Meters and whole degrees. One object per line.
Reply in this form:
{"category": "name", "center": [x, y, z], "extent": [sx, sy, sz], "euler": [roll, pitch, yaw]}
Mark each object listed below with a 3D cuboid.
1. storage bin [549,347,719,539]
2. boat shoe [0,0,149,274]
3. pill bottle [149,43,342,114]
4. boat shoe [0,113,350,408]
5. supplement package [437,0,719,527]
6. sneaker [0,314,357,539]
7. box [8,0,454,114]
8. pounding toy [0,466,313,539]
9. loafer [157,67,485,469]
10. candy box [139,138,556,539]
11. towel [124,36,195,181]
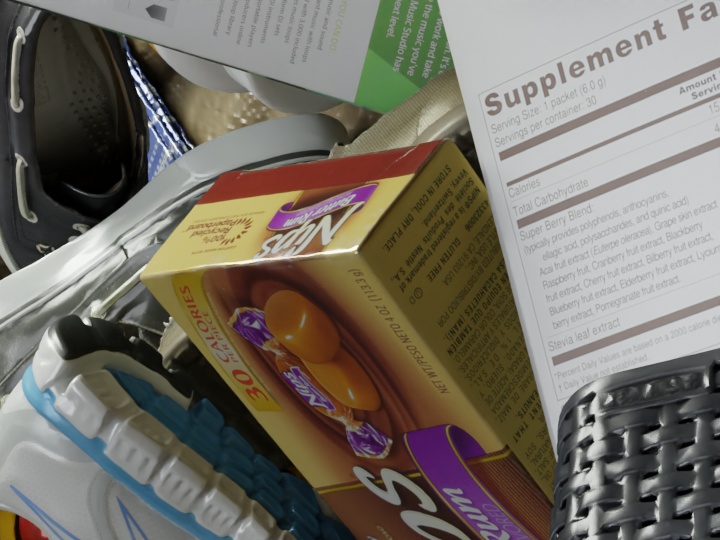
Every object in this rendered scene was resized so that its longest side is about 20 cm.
{"category": "storage bin", "center": [0.143, 0.110, 0.579], "extent": [0.135, 0.200, 0.094], "euler": [-15, 42, 26]}
{"category": "boat shoe", "center": [-0.122, -0.048, 0.976], "extent": [0.060, 0.074, 0.201], "euler": [32, 140, 43]}
{"category": "pill bottle", "center": [-0.064, -0.148, 0.931], "extent": [0.200, 0.109, 0.110], "euler": [46, 127, 40]}
{"category": "boat shoe", "center": [-0.081, 0.006, 0.953], "extent": [0.199, 0.071, 0.064], "euler": [-32, 63, 17]}
{"category": "supplement package", "center": [0.117, -0.027, 0.673], "extent": [0.119, 0.121, 0.201], "euler": [-22, 74, 32]}
{"category": "sneaker", "center": [-0.054, 0.107, 0.789], "extent": [0.200, 0.075, 0.087], "euler": [42, 109, -7]}
{"category": "box", "center": [-0.034, -0.144, 0.806], "extent": [0.199, 0.036, 0.145], "euler": [18, 111, 6]}
{"category": "pounding toy", "center": [-0.054, 0.101, 0.886], "extent": [0.184, 0.199, 0.142], "euler": [58, 172, 32]}
{"category": "loafer", "center": [0.000, 0.000, 0.803], "extent": [0.200, 0.076, 0.068], "euler": [-37, 23, 24]}
{"category": "candy box", "center": [0.032, 0.052, 0.730], "extent": [0.116, 0.057, 0.200], "euler": [-5, 129, 50]}
{"category": "towel", "center": [-0.105, -0.010, 1.074], "extent": [0.200, 0.024, 0.145], "euler": [55, 135, 37]}
